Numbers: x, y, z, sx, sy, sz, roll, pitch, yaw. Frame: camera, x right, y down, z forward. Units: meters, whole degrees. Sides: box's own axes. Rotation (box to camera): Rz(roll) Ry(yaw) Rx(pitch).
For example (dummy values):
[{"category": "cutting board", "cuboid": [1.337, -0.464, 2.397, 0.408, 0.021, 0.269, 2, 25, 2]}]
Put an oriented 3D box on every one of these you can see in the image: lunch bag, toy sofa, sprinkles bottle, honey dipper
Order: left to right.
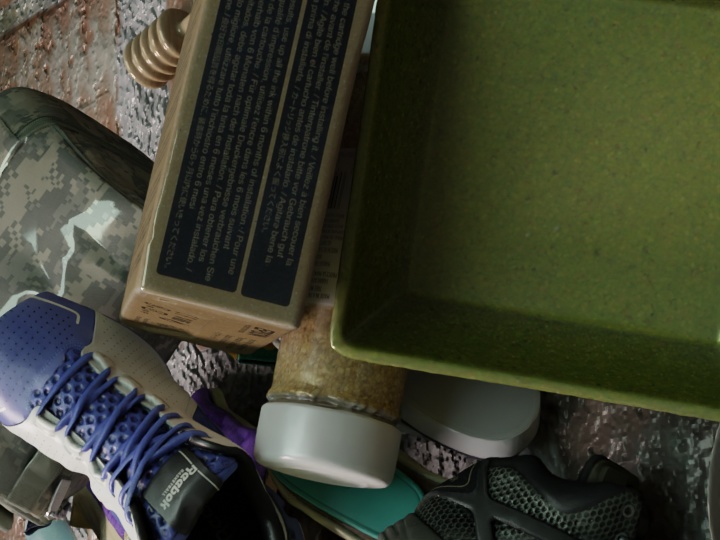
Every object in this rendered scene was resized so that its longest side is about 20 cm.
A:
[{"category": "lunch bag", "cuboid": [-0.171, 0.024, 0.975, 0.201, 0.139, 0.168, -55, 37, 4]}, {"category": "toy sofa", "cuboid": [-0.109, 0.123, 0.999, 0.200, 0.082, 0.099, -161, 79, -72]}, {"category": "honey dipper", "cuboid": [-0.080, -0.176, 1.101, 0.199, 0.038, 0.038, -32, 60, 41]}, {"category": "sprinkles bottle", "cuboid": [0.000, 0.000, 0.841, 0.068, 0.068, 0.202, -5, 70, 51]}]

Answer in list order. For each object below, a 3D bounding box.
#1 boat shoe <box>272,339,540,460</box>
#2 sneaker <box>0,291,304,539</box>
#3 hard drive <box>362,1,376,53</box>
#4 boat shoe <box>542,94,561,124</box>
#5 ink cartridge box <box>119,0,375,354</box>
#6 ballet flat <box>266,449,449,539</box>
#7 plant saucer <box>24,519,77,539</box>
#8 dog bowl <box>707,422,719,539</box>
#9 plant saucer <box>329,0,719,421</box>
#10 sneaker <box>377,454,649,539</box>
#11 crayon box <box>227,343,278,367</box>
[{"category": "boat shoe", "cuboid": [0.015, 0.051, 0.918, 0.199, 0.072, 0.066, 28, 141, 35]}, {"category": "sneaker", "cuboid": [-0.099, 0.085, 0.839, 0.081, 0.199, 0.115, -47, -1, -12]}, {"category": "hard drive", "cuboid": [0.016, -0.127, 0.911, 0.200, 0.026, 0.132, -47, 72, 24]}, {"category": "boat shoe", "cuboid": [0.092, -0.074, 0.823, 0.074, 0.068, 0.202, 28, 110, 33]}, {"category": "ink cartridge box", "cuboid": [-0.056, -0.053, 0.806, 0.200, 0.074, 0.166, 151, 133, -79]}, {"category": "ballet flat", "cuboid": [0.039, 0.133, 0.866, 0.200, 0.069, 0.070, 38, 116, 21]}, {"category": "plant saucer", "cuboid": [-0.148, 0.218, 1.031, 0.201, 0.027, 0.200, 56, 167, 20]}, {"category": "dog bowl", "cuboid": [0.219, 0.063, 0.599, 0.199, 0.059, 0.201, -31, 36, 26]}, {"category": "plant saucer", "cuboid": [0.099, -0.049, 0.765, 0.048, 0.198, 0.202, -39, -42, -80]}, {"category": "sneaker", "cuboid": [0.109, 0.159, 0.768, 0.114, 0.076, 0.200, -40, 71, -3]}, {"category": "crayon box", "cuboid": [-0.053, -0.059, 1.025, 0.119, 0.058, 0.202, 32, 110, 49]}]
